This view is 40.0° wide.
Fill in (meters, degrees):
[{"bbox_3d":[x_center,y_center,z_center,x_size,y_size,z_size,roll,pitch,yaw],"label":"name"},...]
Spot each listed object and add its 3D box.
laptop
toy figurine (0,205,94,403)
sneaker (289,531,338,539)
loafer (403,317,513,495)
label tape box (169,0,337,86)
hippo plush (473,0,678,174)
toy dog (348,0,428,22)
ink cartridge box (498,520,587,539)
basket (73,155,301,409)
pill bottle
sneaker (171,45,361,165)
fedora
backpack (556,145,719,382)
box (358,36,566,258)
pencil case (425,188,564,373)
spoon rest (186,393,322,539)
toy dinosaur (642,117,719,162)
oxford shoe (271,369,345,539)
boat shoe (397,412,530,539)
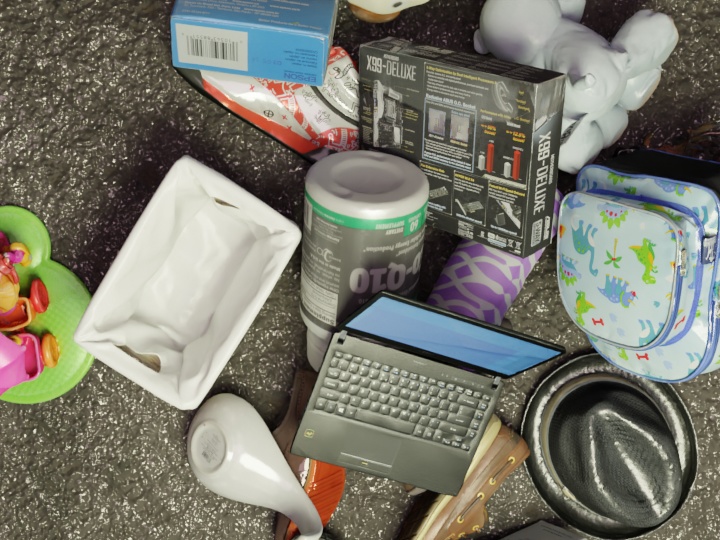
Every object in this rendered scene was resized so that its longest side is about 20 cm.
[{"bbox_3d":[0.054,0.117,0.873,0.176,0.103,0.201,18,104,-14],"label":"laptop"},{"bbox_3d":[-0.337,0.040,0.909,0.149,0.184,0.202,-8,94,-2],"label":"toy figurine"},{"bbox_3d":[-0.022,0.345,0.989,0.087,0.075,0.201,-30,110,8],"label":"sneaker"},{"bbox_3d":[0.081,0.128,0.998,0.071,0.073,0.201,27,83,0],"label":"loafer"},{"bbox_3d":[-0.089,-0.273,0.943,0.143,0.064,0.201,8,53,0],"label":"label tape box"},{"bbox_3d":[0.182,-0.196,0.949,0.161,0.160,0.199,41,50,20],"label":"hippo plush"},{"bbox_3d":[0.048,-0.322,0.898,0.193,0.140,0.201,21,63,14],"label":"toy dog"},{"bbox_3d":[0.138,0.357,0.973,0.199,0.084,0.146,-16,96,-24],"label":"ink cartridge box"},{"bbox_3d":[-0.159,0.010,0.946,0.135,0.123,0.201,32,91,-4],"label":"basket"},{"bbox_3d":[0.000,0.000,0.926,0.112,0.113,0.201,2,123,-3],"label":"pill bottle"},{"bbox_3d":[-0.075,-0.186,0.966,0.200,0.067,0.108,31,91,-8],"label":"sneaker"},{"bbox_3d":[0.261,0.185,0.994,0.199,0.092,0.203,0,94,-3],"label":"fedora"},{"bbox_3d":[0.276,0.002,0.929,0.146,0.183,0.202,-19,113,-30],"label":"backpack"},{"bbox_3d":[0.085,-0.116,0.902,0.050,0.199,0.159,-25,125,-42],"label":"box"},{"bbox_3d":[0.130,0.002,0.954,0.085,0.084,0.201,44,70,-30],"label":"pencil case"},{"bbox_3d":[-0.103,0.203,0.962,0.200,0.060,0.100,44,109,33],"label":"spoon rest"},{"bbox_3d":[0.386,-0.102,0.989,0.198,0.086,0.137,-18,87,-7],"label":"toy dinosaur"},{"bbox_3d":[-0.058,0.197,1.004,0.072,0.071,0.202,23,102,29],"label":"oxford shoe"},{"bbox_3d":[0.099,0.241,1.001,0.067,0.072,0.201,34,89,-3],"label":"boat shoe"}]
